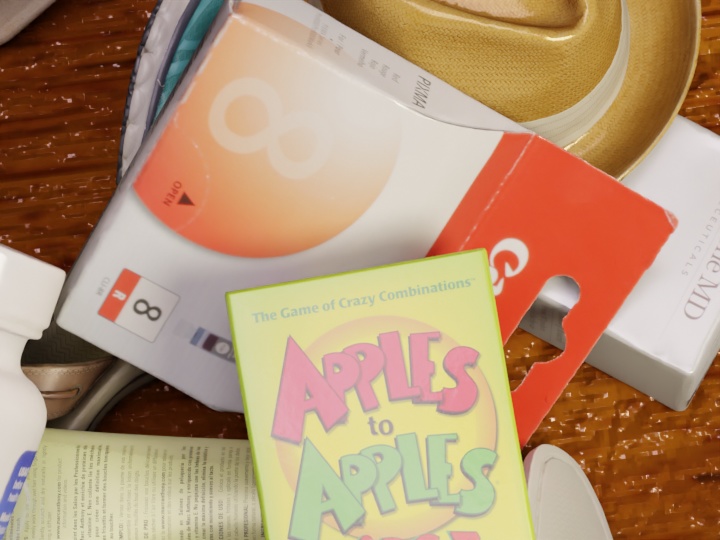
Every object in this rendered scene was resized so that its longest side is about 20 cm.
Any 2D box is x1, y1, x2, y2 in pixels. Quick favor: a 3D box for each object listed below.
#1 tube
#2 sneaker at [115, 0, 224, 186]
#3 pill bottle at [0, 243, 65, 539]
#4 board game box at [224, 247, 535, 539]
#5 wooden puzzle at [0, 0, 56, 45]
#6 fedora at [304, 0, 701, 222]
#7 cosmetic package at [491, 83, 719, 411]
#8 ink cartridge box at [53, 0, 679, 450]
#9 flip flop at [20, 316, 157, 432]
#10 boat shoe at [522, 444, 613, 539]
[{"bbox_3d":[-0.067,0.094,1.129,0.199,0.052,0.058,-1,33,-1],"label":"tube"},{"bbox_3d":[-0.043,-0.110,1.224,0.079,0.078,0.200,30,79,3],"label":"sneaker"},{"bbox_3d":[-0.186,0.078,1.076,0.112,0.112,0.201,21,88,9],"label":"pill bottle"},{"bbox_3d":[0.015,0.100,1.079,0.101,0.048,0.201,-10,85,0],"label":"board game box"},{"bbox_3d":[-0.162,-0.209,1.189,0.185,0.046,0.200,-38,115,17],"label":"wooden puzzle"},{"bbox_3d":[0.044,-0.120,1.143,0.200,0.082,0.202,0,72,1],"label":"fedora"},{"bbox_3d":[0.073,-0.034,1.196,0.199,0.074,0.102,26,77,11],"label":"cosmetic package"},{"bbox_3d":[0.000,0.000,1.122,0.199,0.050,0.162,30,118,-5],"label":"ink cartridge box"},{"bbox_3d":[-0.131,0.039,1.182,0.200,0.058,0.081,-40,48,-9],"label":"flip flop"},{"bbox_3d":[0.070,0.171,1.148,0.060,0.074,0.201,-21,64,36],"label":"boat shoe"}]
